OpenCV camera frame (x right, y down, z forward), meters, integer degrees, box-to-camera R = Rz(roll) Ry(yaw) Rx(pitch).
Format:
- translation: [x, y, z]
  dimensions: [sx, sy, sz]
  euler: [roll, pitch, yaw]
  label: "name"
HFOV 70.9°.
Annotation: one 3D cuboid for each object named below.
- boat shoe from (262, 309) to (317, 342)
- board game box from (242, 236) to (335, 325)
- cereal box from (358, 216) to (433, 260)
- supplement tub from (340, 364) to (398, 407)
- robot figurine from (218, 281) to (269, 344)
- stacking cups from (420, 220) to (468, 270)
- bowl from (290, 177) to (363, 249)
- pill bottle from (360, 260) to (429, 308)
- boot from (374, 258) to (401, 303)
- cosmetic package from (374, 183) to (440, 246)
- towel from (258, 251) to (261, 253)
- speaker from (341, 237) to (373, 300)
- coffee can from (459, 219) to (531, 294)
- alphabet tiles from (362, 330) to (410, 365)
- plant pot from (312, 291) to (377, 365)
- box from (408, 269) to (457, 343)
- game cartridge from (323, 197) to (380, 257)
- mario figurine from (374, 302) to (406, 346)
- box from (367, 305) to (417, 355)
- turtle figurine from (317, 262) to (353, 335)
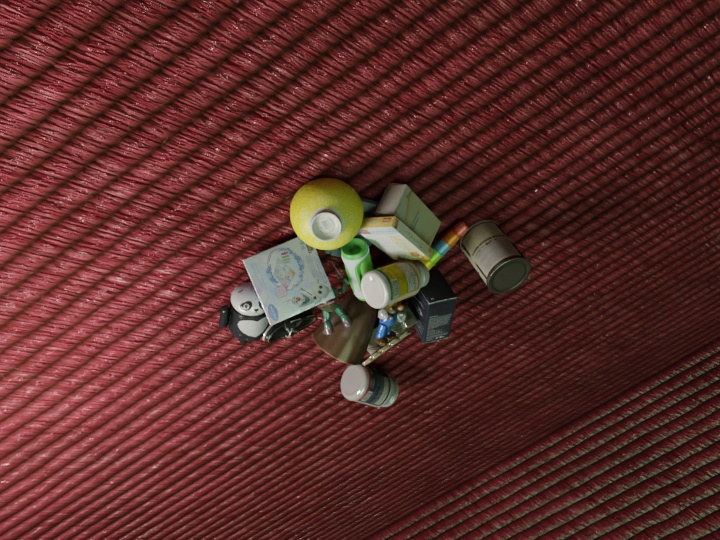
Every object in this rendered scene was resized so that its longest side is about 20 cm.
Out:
- translation: [-0.216, 0.174, 1.566]
  dimensions: [0.200, 0.060, 0.074]
  euler: [-28, 151, -49]
  label: "boat shoe"
- translation: [-0.200, 0.023, 1.420]
  dimensions: [0.198, 0.043, 0.201]
  euler: [-23, 97, -13]
  label: "board game box"
- translation: [0.096, -0.089, 1.434]
  dimensions: [0.200, 0.144, 0.040]
  euler: [36, 66, -42]
  label: "cereal box"
- translation: [0.036, 0.442, 1.931]
  dimensions: [0.200, 0.141, 0.140]
  euler: [26, 116, -39]
  label: "supplement tub"
- translation: [-0.327, 0.128, 1.495]
  dimensions: [0.124, 0.150, 0.201]
  euler: [25, 128, 11]
  label: "robot figurine"
- translation: [0.259, -0.077, 1.609]
  dimensions: [0.060, 0.061, 0.200]
  euler: [27, 114, -39]
  label: "stacking cups"
- translation: [-0.089, -0.133, 1.327]
  dimensions: [0.199, 0.108, 0.201]
  euler: [-1, 115, -2]
  label: "bowl"
- translation: [0.107, 0.033, 1.483]
  dimensions: [0.200, 0.113, 0.113]
  euler: [-18, 140, -39]
  label: "pill bottle"
- translation: [0.119, 0.041, 1.649]
  dimensions: [0.155, 0.074, 0.200]
  euler: [-41, 135, 11]
  label: "boot"
- translation: [0.139, -0.151, 1.452]
  dimensions: [0.200, 0.073, 0.104]
  euler: [37, 74, -43]
  label: "cosmetic package"
- translation: [-0.226, 0.015, 1.510]
  dimensions: [0.143, 0.023, 0.201]
  euler: [-11, 134, -13]
  label: "towel"
- translation: [0.000, 0.000, 1.502]
  dimensions: [0.088, 0.089, 0.200]
  euler: [-21, 135, -4]
  label: "speaker"
- translation: [0.425, -0.046, 1.609]
  dimensions: [0.146, 0.200, 0.147]
  euler: [-12, 135, -13]
  label: "coffee can"
- translation: [0.095, 0.278, 1.815]
  dimensions: [0.200, 0.015, 0.196]
  euler: [-37, 169, 5]
  label: "alphabet tiles"
- translation: [-0.029, 0.171, 1.649]
  dimensions: [0.187, 0.187, 0.200]
  euler: [22, 103, -37]
  label: "plant pot"
- translation: [0.240, 0.123, 1.721]
  dimensions: [0.104, 0.148, 0.201]
  euler: [-11, 134, -14]
  label: "box"
- translation: [-0.012, -0.122, 1.469]
  dimensions: [0.133, 0.041, 0.200]
  euler: [11, 125, -27]
  label: "game cartridge"
- translation: [0.101, 0.144, 1.591]
  dimensions: [0.106, 0.124, 0.201]
  euler: [4, 118, -3]
  label: "mario figurine"
- translation: [0.098, 0.208, 1.750]
  dimensions: [0.200, 0.068, 0.082]
  euler: [-44, 164, 35]
  label: "box"
- translation: [-0.100, 0.087, 1.525]
  dimensions: [0.149, 0.101, 0.201]
  euler: [-16, 103, 13]
  label: "turtle figurine"
